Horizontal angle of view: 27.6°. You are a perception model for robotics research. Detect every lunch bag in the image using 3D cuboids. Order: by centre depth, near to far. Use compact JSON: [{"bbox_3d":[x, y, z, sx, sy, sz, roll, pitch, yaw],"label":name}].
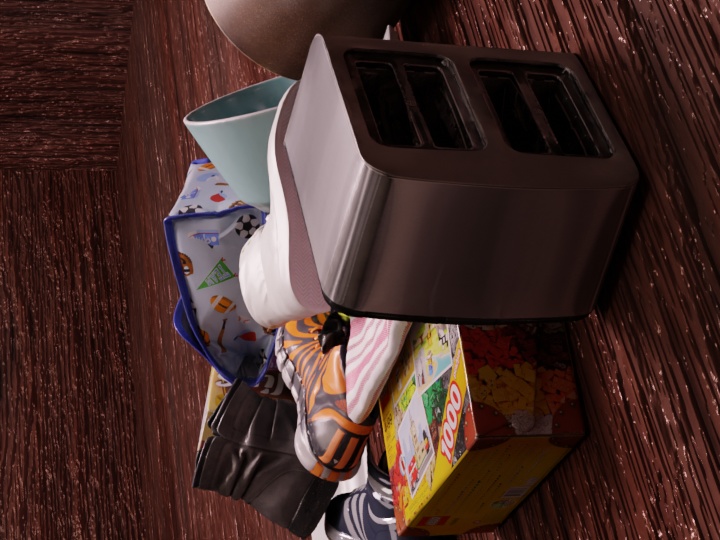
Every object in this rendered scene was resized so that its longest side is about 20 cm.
[{"bbox_3d":[-0.126,-0.001,1.505,0.170,0.124,0.200,-81,-19,-64],"label":"lunch bag"}]

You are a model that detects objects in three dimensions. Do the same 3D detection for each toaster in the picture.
[{"bbox_3d":[0.056,-0.054,0.902,0.200,0.181,0.119,-105,22,-47],"label":"toaster"}]

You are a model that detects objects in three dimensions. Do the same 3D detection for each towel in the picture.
[{"bbox_3d":[0.009,-0.003,1.104,0.146,0.030,0.200,109,165,-52],"label":"towel"}]

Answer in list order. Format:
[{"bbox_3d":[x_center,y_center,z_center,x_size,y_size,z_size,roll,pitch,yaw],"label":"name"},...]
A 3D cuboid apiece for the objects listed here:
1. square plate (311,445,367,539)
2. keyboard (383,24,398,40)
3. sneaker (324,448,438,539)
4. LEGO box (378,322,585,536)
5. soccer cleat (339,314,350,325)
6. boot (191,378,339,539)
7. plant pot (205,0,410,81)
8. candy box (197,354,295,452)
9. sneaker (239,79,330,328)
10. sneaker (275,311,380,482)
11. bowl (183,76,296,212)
[{"bbox_3d":[-0.026,0.221,1.515,0.200,0.028,0.198,111,155,-55],"label":"square plate"},{"bbox_3d":[0.024,-0.097,1.186,0.056,0.011,0.200,130,141,-68],"label":"keyboard"},{"bbox_3d":[0.020,0.193,1.256,0.200,0.070,0.109,-159,67,-70],"label":"sneaker"},{"bbox_3d":[0.076,0.084,1.027,0.200,0.077,0.149,115,151,-58],"label":"LEGO box"},{"bbox_3d":[-0.001,0.000,1.334,0.200,0.065,0.084,-157,57,-76],"label":"soccer cleat"},{"bbox_3d":[-0.060,0.128,1.315,0.200,0.132,0.070,-61,-1,-18],"label":"boot"},{"bbox_3d":[-0.011,-0.283,1.219,0.200,0.187,0.187,-33,57,55],"label":"plant pot"},{"bbox_3d":[-0.102,0.128,1.543,0.200,0.117,0.056,-91,15,-62],"label":"candy box"},{"bbox_3d":[-0.063,-0.052,1.212,0.116,0.074,0.200,-26,58,59],"label":"sneaker"},{"bbox_3d":[-0.012,0.073,1.228,0.112,0.078,0.200,-61,29,31],"label":"sneaker"},{"bbox_3d":[-0.054,-0.121,1.359,0.201,0.201,0.105,-145,37,-72],"label":"bowl"}]
